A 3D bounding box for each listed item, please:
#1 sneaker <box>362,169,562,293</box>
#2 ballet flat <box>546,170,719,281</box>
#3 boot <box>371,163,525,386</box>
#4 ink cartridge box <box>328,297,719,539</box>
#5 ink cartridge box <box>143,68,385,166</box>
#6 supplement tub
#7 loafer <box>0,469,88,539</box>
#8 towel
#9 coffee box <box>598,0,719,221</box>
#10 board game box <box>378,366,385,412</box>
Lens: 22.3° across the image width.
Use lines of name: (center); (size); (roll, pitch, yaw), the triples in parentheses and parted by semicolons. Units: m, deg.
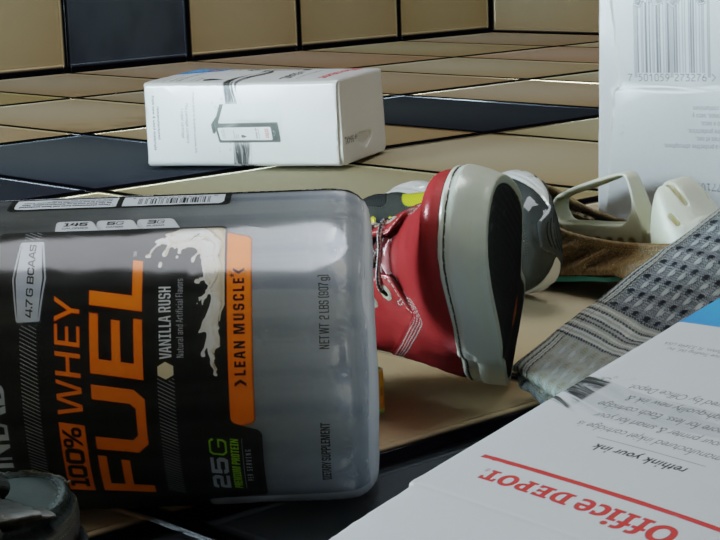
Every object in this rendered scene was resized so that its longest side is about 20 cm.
sneaker: (0.045, -0.014, 1.106); (0.084, 0.075, 0.200); (-15, 7, -29)
ballet flat: (0.168, -0.021, 1.078); (0.068, 0.073, 0.199); (-11, 14, -38)
boot: (0.000, 0.000, 0.820); (0.143, 0.073, 0.200); (10, -17, 7)
ink cartridge box: (0.098, 0.076, 0.527); (0.199, 0.068, 0.116); (-26, 22, -32)
ink cartridge box: (-0.089, -0.150, 1.771); (0.199, 0.085, 0.146); (1, 11, 17)
supplement tub: (-0.093, 0.032, 0.717); (0.199, 0.123, 0.123); (-3, 11, 0)
loafer: (-0.151, 0.090, 0.581); (0.071, 0.063, 0.200); (3, 12, 24)
towel: (0.168, 0.011, 0.779); (0.192, 0.035, 0.200); (-34, 17, -6)
coffee box: (0.281, -0.104, 1.148); (0.199, 0.201, 0.197); (6, 13, 36)
board game box: (-0.091, 0.051, 0.878); (0.095, 0.030, 0.199); (-12, 12, -44)
